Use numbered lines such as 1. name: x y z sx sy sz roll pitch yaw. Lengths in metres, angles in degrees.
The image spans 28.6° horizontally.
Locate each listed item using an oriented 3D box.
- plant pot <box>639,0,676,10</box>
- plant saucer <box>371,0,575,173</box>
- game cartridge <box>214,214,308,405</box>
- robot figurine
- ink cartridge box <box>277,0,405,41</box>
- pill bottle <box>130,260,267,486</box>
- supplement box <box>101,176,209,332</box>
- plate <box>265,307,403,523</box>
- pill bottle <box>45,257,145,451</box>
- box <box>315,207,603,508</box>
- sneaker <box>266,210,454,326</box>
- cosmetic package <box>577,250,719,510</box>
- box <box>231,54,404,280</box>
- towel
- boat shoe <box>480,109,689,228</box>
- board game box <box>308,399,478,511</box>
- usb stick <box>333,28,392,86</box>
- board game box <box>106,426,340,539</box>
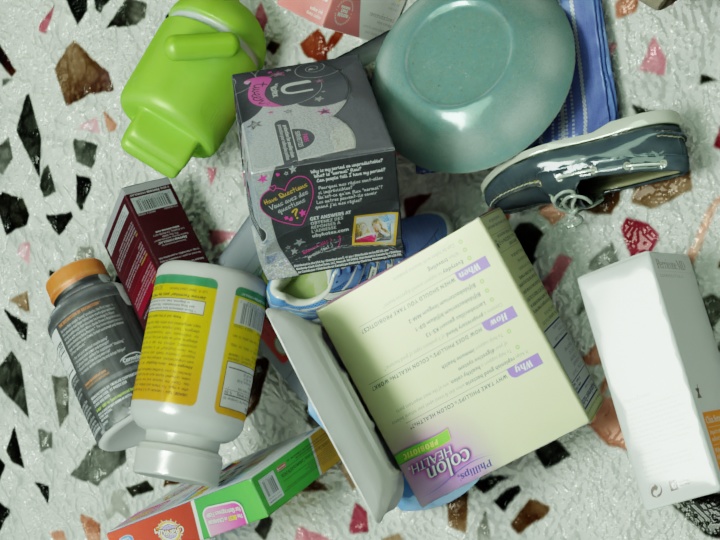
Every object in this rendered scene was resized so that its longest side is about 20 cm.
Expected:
1. plant pot: 0.235 -0.320 1.179 0.200 0.200 0.174 -42 83 26
2. plant saucer: 0.095 -0.189 1.280 0.199 0.039 0.204 -8 69 22
3. game cartridge: -0.067 0.025 1.452 0.200 0.041 0.134 48 110 25
4. robot figurine: -0.171 -0.199 1.459 0.115 0.175 0.202 30 75 -10
5. ink cartridge box: 0.010 -0.330 1.359 0.067 0.116 0.202 30 105 32
6. pill bottle: -0.159 0.101 1.356 0.112 0.112 0.203 1 76 34
7. supplement box: -0.203 0.016 1.505 0.202 0.060 0.109 63 147 19
8. plate: -0.012 0.121 1.252 0.032 0.200 0.201 -28 83 3
9. pill bottle: -0.277 0.087 1.550 0.106 0.106 0.201 -38 69 27
10. box: 0.090 0.076 1.260 0.175 0.097 0.202 -30 88 19
11. sneaker: 0.000 0.000 1.355 0.198 0.077 0.076 -28 69 4
12. cosmetic package: 0.259 0.091 1.187 0.071 0.101 0.202 -22 77 31
13. box: -0.043 -0.099 1.280 0.201 0.130 0.116 -107 9 -58
14. towel: 0.135 -0.173 1.301 0.198 0.024 0.147 -9 83 21
15. boat shoe: 0.198 -0.081 1.252 0.198 0.075 0.063 -18 71 27
16. board game box: 0.049 0.126 1.361 0.200 0.039 0.158 44 106 13
17. usb stick: 0.004 -0.193 1.376 0.198 0.033 0.056 -26 76 11
18. board game box: -0.136 0.227 1.421 0.199 0.153 0.041 -25 92 32
